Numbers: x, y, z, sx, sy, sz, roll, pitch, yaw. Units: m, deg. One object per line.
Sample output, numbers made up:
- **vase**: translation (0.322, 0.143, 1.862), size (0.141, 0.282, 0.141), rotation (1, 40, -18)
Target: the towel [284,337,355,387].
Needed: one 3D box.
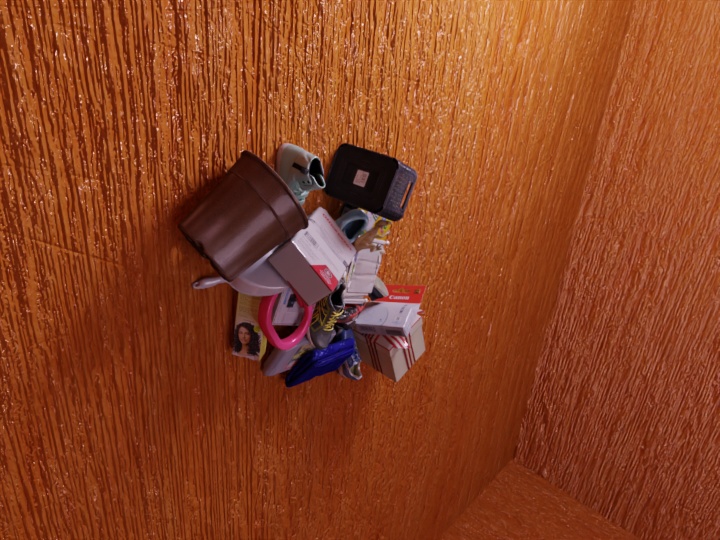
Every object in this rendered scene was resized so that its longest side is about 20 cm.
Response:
- **towel**: translation (-0.108, 0.263, 1.499), size (0.199, 0.050, 0.148), rotation (-9, 144, -54)

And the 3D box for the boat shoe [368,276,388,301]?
- **boat shoe**: translation (0.003, 0.024, 1.542), size (0.066, 0.075, 0.199), rotation (-32, 134, 16)

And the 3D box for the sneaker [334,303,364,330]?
- **sneaker**: translation (-0.047, 0.128, 1.499), size (0.099, 0.070, 0.200), rotation (-63, 170, 12)

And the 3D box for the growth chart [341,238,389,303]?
- **growth chart**: translation (0.000, 0.000, 1.451), size (0.144, 0.018, 0.202), rotation (16, 95, -43)

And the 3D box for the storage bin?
- **storage bin**: translation (0.022, -0.217, 1.309), size (0.093, 0.199, 0.137), rotation (13, 100, -53)

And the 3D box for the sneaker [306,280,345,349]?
- **sneaker**: translation (-0.085, 0.108, 1.346), size (0.074, 0.084, 0.203), rotation (-9, 108, -49)

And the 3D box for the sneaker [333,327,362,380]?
- **sneaker**: translation (-0.031, 0.244, 1.616), size (0.075, 0.077, 0.202), rotation (-32, 127, -34)

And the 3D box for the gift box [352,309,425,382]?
- **gift box**: translation (0.105, 0.209, 1.676), size (0.185, 0.198, 0.188), rotation (-47, 140, -31)

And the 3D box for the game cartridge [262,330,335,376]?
- **game cartridge**: translation (-0.158, 0.209, 1.426), size (0.199, 0.041, 0.134), rotation (-14, 144, -48)

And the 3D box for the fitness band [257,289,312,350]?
- **fitness band**: translation (-0.174, 0.103, 1.261), size (0.144, 0.037, 0.201), rotation (-54, 149, -27)

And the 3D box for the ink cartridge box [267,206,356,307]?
- **ink cartridge box**: translation (-0.104, -0.036, 1.227), size (0.145, 0.083, 0.200), rotation (51, 30, -13)

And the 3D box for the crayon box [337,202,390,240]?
- **crayon box**: translation (0.035, -0.186, 1.464), size (0.172, 0.058, 0.202), rotation (14, 100, -54)

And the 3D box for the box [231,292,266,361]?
- **box**: translation (-0.251, 0.107, 1.250), size (0.050, 0.074, 0.203), rotation (-61, 162, -70)

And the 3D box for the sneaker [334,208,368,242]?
- **sneaker**: translation (-0.063, -0.083, 1.343), size (0.200, 0.082, 0.074), rotation (-42, 108, -1)

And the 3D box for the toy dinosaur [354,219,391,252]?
- **toy dinosaur**: translation (0.014, -0.076, 1.379), size (0.200, 0.058, 0.101), rotation (-47, 160, 30)

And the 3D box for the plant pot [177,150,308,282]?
- **plant pot**: translation (-0.241, -0.098, 1.067), size (0.198, 0.200, 0.201), rotation (-44, 140, -15)

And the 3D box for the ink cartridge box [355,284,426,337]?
- **ink cartridge box**: translation (0.093, 0.103, 1.583), size (0.201, 0.158, 0.048), rotation (-63, 141, -37)

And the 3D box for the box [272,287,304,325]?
- **box**: translation (-0.158, 0.077, 1.372), size (0.199, 0.060, 0.118), rotation (10, 102, -54)

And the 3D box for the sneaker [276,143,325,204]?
- **sneaker**: translation (-0.136, -0.173, 1.204), size (0.073, 0.117, 0.203), rotation (-26, 131, -43)

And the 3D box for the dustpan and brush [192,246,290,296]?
- **dustpan and brush**: translation (-0.266, 0.005, 1.169), size (0.198, 0.141, 0.057), rotation (-12, 158, -31)
